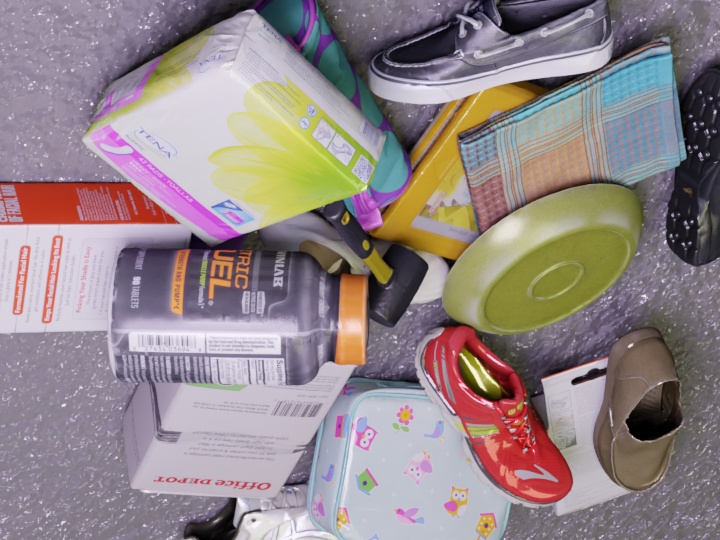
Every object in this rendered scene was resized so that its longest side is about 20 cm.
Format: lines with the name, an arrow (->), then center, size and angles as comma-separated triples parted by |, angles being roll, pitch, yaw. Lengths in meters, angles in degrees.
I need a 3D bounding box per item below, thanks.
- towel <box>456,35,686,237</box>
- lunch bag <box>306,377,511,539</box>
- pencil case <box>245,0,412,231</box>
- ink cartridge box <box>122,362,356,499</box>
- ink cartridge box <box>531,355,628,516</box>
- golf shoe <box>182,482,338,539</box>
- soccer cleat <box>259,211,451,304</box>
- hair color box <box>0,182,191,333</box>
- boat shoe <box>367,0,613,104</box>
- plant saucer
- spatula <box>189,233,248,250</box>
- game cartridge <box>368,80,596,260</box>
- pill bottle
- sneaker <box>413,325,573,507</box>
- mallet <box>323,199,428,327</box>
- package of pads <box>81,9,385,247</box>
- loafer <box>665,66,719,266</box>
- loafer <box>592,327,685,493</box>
towel -> 0.183, -0.103, 1.524 | 0.199, 0.022, 0.147 | -25, 138, -6
lunch bag -> 0.053, 0.179, 1.688 | 0.199, 0.077, 0.162 | 7, 90, -29
pencil case -> -0.032, -0.127, 1.420 | 0.085, 0.093, 0.200 | -23, 135, 12
ink cartridge box -> -0.110, 0.107, 1.570 | 0.145, 0.084, 0.200 | 7, 136, -25
ink cartridge box -> 0.228, 0.147, 1.779 | 0.108, 0.050, 0.201 | -18, 131, -6
golf shoe -> -0.077, 0.238, 1.723 | 0.199, 0.078, 0.097 | -32, 126, 5
soccer cleat -> 0.000, 0.000, 1.549 | 0.199, 0.078, 0.069 | 19, 120, -32
hair color box -> -0.245, -0.010, 1.457 | 0.199, 0.064, 0.111 | -1, 128, -22
boat shoe -> 0.101, -0.184, 1.426 | 0.199, 0.072, 0.068 | -8, 131, 4
plant saucer -> 0.169, -0.001, 1.602 | 0.199, 0.031, 0.200 | -20, 149, -12
spatula -> -0.110, -0.078, 1.480 | 0.056, 0.021, 0.201 | -11, 130, -29
game cartridge -> 0.126, -0.078, 1.552 | 0.199, 0.033, 0.177 | 16, 121, -37
pill bottle -> -0.092, 0.036, 1.407 | 0.198, 0.107, 0.107 | 1, 130, 1
sneaker -> 0.127, 0.134, 1.630 | 0.200, 0.085, 0.077 | 49, 60, -8
mallet -> 0.001, -0.005, 1.435 | 0.066, 0.041, 0.200 | -62, 157, -3
package of pads -> -0.099, -0.104, 1.354 | 0.199, 0.068, 0.154 | -18, 130, 45
loafer -> 0.318, -0.096, 1.606 | 0.070, 0.068, 0.202 | -23, 133, -28
loafer -> 0.267, 0.146, 1.713 | 0.076, 0.068, 0.201 | -16, 131, -8
